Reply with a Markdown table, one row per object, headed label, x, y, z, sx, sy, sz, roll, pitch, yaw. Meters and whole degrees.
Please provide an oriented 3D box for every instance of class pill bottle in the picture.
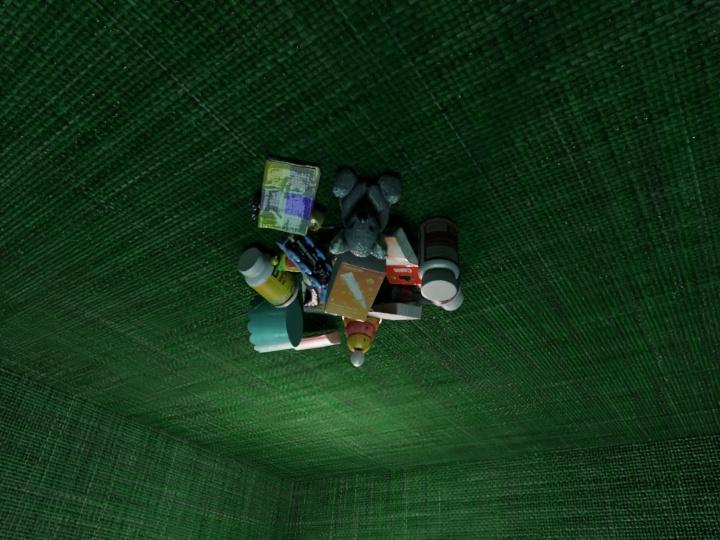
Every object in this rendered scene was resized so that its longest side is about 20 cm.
| label | x | y | z | sx | sy | sz | roll | pitch | yaw |
| --- | --- | --- | --- | --- | --- | --- | --- | --- | --- |
| pill bottle | 0.238 | 0.037 | 1.609 | 0.108 | 0.113 | 0.200 | -17 | 140 | 29 |
| pill bottle | -0.288 | 0.020 | 1.654 | 0.110 | 0.115 | 0.200 | -14 | 141 | 26 |
| pill bottle | 0.211 | -0.031 | 1.438 | 0.110 | 0.205 | 0.115 | 3 | 146 | 2 |

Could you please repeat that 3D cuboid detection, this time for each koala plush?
| label | x | y | z | sx | sy | sz | roll | pitch | yaw |
| --- | --- | --- | --- | --- | --- | --- | --- | --- | --- |
| koala plush | 0.008 | -0.117 | 1.343 | 0.172 | 0.205 | 0.186 | 6 | 146 | -2 |

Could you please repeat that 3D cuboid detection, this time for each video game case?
| label | x | y | z | sx | sy | sz | roll | pitch | yaw |
| --- | --- | --- | --- | --- | --- | --- | --- | --- | --- |
| video game case | -0.128 | 0.090 | 1.816 | 0.138 | 0.018 | 0.202 | 5 | 145 | 0 |

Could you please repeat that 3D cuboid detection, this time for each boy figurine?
| label | x | y | z | sx | sy | sz | roll | pitch | yaw |
| --- | --- | --- | --- | --- | --- | --- | --- | --- | --- |
| boy figurine | -0.195 | -0.152 | 1.443 | 0.194 | 0.066 | 0.126 | 14 | 138 | -8 |

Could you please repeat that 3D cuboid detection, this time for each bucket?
| label | x | y | z | sx | sy | sz | roll | pitch | yaw |
| --- | --- | --- | --- | --- | --- | --- | --- | --- | --- |
| bucket | -0.283 | 0.174 | 1.799 | 0.131 | 0.212 | 0.209 | -5 | 144 | 12 |

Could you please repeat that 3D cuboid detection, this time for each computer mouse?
| label | x | y | z | sx | sy | sz | roll | pitch | yaw |
| --- | --- | --- | --- | --- | --- | --- | --- | --- | --- |
| computer mouse | -0.082 | -0.072 | 1.492 | 0.140 | 0.047 | 0.198 | 45 | 158 | -31 |

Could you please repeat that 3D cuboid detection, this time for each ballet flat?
| label | x | y | z | sx | sy | sz | roll | pitch | yaw |
| --- | --- | --- | --- | --- | --- | --- | --- | --- | --- |
| ballet flat | -0.165 | 0.066 | 1.699 | 0.055 | 0.068 | 0.202 | -18 | 151 | -8 |

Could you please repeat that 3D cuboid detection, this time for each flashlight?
| label | x | y | z | sx | sy | sz | roll | pitch | yaw |
| --- | --- | --- | --- | --- | --- | --- | --- | --- | --- |
| flashlight | 0.190 | 0.084 | 1.730 | 0.194 | 0.069 | 0.069 | 8 | 141 | -12 |

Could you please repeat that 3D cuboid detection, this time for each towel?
| label | x | y | z | sx | sy | sz | roll | pitch | yaw |
| --- | --- | --- | --- | --- | --- | --- | --- | --- | --- |
| towel | -0.187 | -0.188 | 1.365 | 0.139 | 0.023 | 0.204 | 11 | 121 | -9 |

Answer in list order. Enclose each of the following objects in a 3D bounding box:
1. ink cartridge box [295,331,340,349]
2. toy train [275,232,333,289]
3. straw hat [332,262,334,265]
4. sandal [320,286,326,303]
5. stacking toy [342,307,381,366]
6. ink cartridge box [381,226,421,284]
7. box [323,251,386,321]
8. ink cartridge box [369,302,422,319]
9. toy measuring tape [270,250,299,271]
| label | x | y | z | sx | sy | sz | roll | pitch | yaw |
| --- | --- | --- | --- | --- | --- | --- | --- | --- | --- |
| ink cartridge box | -0.180 | 0.264 | 1.946 | 0.158 | 0.052 | 0.199 | -11 | 177 | 21 |
| toy train | -0.152 | -0.034 | 1.526 | 0.201 | 0.087 | 0.114 | 53 | 165 | -29 |
| straw hat | 0.000 | 0.000 | 1.606 | 0.084 | 0.203 | 0.203 | -25 | 159 | -30 |
| sandal | -0.097 | 0.076 | 1.708 | 0.085 | 0.080 | 0.202 | -20 | 120 | 22 |
| stacking toy | 0.000 | 0.236 | 1.842 | 0.141 | 0.205 | 0.148 | 3 | 146 | 2 |
| ink cartridge box | 0.087 | -0.026 | 1.500 | 0.160 | 0.050 | 0.203 | 1 | 127 | 46 |
| box | -0.016 | 0.027 | 1.435 | 0.121 | 0.099 | 0.203 | 13 | 133 | -9 |
| ink cartridge box | 0.082 | 0.129 | 1.735 | 0.169 | 0.045 | 0.199 | 11 | 170 | -20 |
| toy measuring tape | -0.175 | -0.035 | 1.613 | 0.194 | 0.075 | 0.074 | 2 | 148 | -19 |
